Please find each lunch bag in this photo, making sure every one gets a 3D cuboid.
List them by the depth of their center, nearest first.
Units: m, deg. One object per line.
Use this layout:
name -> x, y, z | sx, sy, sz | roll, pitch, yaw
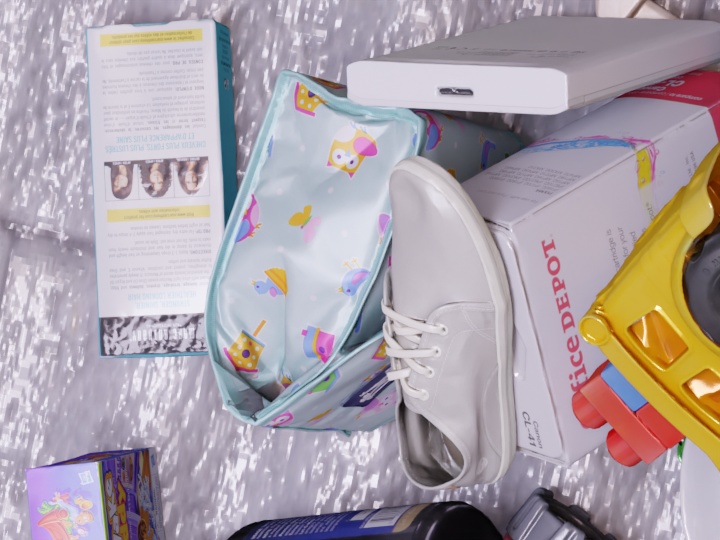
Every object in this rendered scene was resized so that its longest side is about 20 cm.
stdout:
lunch bag -> 0.000, 0.000, 1.413 | 0.122, 0.170, 0.201 | 18, 94, 24

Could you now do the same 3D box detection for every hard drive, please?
hard drive -> 0.100, -0.115, 1.357 | 0.132, 0.200, 0.026 | 5, 104, 31

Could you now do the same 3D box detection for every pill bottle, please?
pill bottle -> -0.019, 0.196, 1.424 | 0.200, 0.112, 0.112 | -10, 88, 33

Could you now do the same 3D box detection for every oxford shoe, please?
oxford shoe -> 0.040, 0.035, 1.301 | 0.058, 0.075, 0.201 | -26, 124, -29

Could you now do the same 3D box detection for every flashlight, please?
flashlight -> 0.072, 0.225, 1.459 | 0.068, 0.068, 0.200 | 31, 100, -29

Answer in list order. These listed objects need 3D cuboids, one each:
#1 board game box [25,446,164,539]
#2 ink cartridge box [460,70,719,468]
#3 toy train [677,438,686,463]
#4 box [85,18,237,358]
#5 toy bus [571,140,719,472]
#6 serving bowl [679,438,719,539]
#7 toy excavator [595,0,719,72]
board game box -> -0.148, 0.209, 1.457 | 0.045, 0.134, 0.201 | -6, 89, 9
ink cartridge box -> 0.143, -0.006, 1.365 | 0.200, 0.086, 0.148 | -28, 114, -29
toy train -> 0.203, 0.087, 1.450 | 0.056, 0.042, 0.200 | -42, 83, -3
box -> -0.117, -0.048, 1.496 | 0.082, 0.049, 0.201 | -2, 89, 9
toy bus -> 0.207, 0.049, 1.254 | 0.200, 0.136, 0.192 | 44, 125, 0
serving bowl -> 0.273, 0.127, 1.356 | 0.200, 0.066, 0.201 | 8, 101, 43
toy excavator -> 0.256, -0.124, 1.422 | 0.200, 0.100, 0.195 | -26, 84, 17
